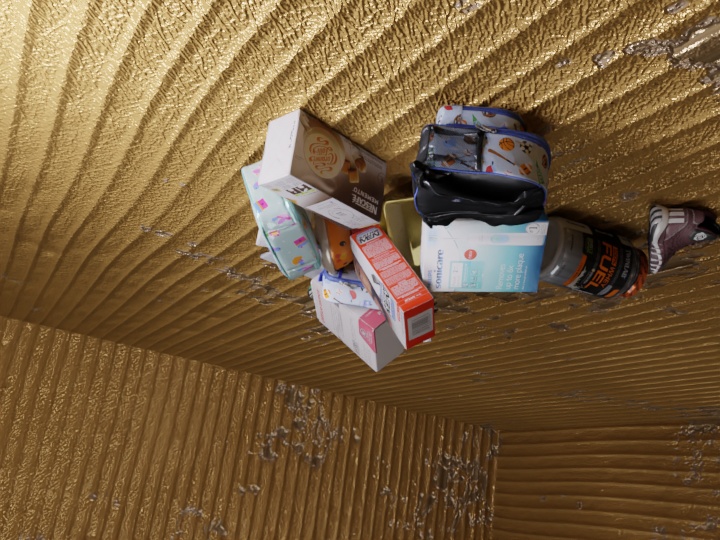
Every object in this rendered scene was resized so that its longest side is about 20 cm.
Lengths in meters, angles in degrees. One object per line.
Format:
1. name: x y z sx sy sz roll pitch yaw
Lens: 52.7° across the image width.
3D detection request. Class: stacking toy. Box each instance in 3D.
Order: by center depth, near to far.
1. stacking toy: 0.015 -0.082 1.373 0.199 0.147 0.146 -11 160 1

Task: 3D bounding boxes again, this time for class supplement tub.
1. supplement tub: 0.419 -0.019 1.340 0.199 0.123 0.123 14 160 -18

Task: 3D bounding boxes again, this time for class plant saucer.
1. plant saucer: 0.154 -0.065 1.300 0.199 0.049 0.201 -6 127 11

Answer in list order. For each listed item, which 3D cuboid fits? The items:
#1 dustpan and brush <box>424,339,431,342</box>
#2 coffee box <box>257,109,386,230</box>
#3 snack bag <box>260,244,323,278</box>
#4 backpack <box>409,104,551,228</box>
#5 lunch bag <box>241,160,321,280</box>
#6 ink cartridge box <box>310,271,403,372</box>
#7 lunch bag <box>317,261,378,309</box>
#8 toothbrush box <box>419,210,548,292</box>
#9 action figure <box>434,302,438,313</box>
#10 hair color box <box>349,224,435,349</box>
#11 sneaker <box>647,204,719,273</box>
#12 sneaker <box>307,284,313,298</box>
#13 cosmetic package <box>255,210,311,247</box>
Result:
1. dustpan and brush: 0.059 0.072 1.544 0.200 0.057 0.140 46 166 35
2. coffee box: -0.056 -0.154 1.160 0.080 0.115 0.200 -11 153 43
3. snack bag: -0.119 -0.019 1.723 0.188 0.021 0.200 23 157 -37
4. backpack: 0.177 -0.141 1.045 0.190 0.155 0.200 13 168 10
5. lunch bag: -0.135 -0.096 1.266 0.077 0.161 0.200 -20 140 1
6. ink cartridge box: -0.006 0.095 1.541 0.200 0.083 0.147 38 151 34
7. lunch bag: 0.000 0.000 1.477 0.160 0.200 0.076 11 121 3
8. toothbrush box: 0.202 -0.045 1.223 0.199 0.085 0.147 2 126 2
9. action figure: 0.091 0.021 1.614 0.200 0.119 0.102 45 111 -5
10. hair color box: 0.055 0.026 1.279 0.064 0.200 0.111 -23 140 -12
11. sneaker: 0.564 -0.050 1.268 0.115 0.076 0.200 -2 158 19
12. sneaker: -0.030 0.053 1.747 0.199 0.086 0.078 -2 170 5
13. cosmetic package: -0.156 -0.096 1.467 0.082 0.051 0.200 11 161 -13
